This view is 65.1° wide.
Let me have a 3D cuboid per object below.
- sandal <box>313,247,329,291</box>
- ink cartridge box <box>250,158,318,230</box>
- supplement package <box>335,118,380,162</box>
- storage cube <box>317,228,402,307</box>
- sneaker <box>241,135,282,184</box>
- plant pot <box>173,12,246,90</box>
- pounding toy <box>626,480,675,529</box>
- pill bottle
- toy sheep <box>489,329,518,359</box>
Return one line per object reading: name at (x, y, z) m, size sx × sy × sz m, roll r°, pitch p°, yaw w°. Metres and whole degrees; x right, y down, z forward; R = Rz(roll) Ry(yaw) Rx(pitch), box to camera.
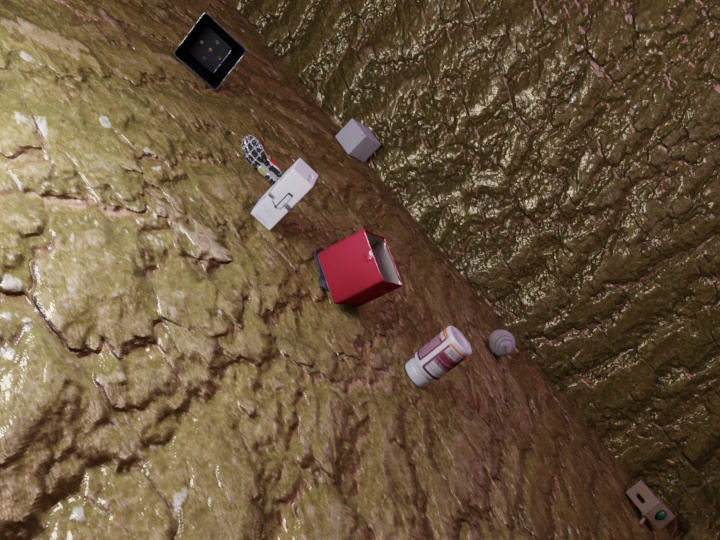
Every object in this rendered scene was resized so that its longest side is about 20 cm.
sandal at (-0.104, -0.008, 1.831) m, size 0.076 × 0.043 × 0.201 m, roll 35°, pitch 23°, yaw -35°
ink cartridge box at (-0.234, -0.240, 1.752) m, size 0.084 × 0.200 × 0.146 m, roll 42°, pitch 20°, yaw -15°
supplement package at (-0.013, -0.760, 3.301) m, size 0.151 × 0.152 × 0.200 m, roll 55°, pitch 20°, yaw 20°
storage cube at (0.000, 0.000, 1.772) m, size 0.171 × 0.179 × 0.202 m, roll 15°, pitch 53°, yaw -64°
sneaker at (-0.348, -0.391, 2.008) m, size 0.201 × 0.077 × 0.085 m, roll 54°, pitch 12°, yaw -17°
plant pot at (-0.588, -0.858, 2.208) m, size 0.199 × 0.200 × 0.178 m, roll 38°, pitch 8°, yaw -26°
pounding toy at (1.426, 1.182, 2.794) m, size 0.184 × 0.142 × 0.200 m, roll 42°, pitch 9°, yaw -19°
pill bottle at (0.247, 0.280, 1.807) m, size 0.114 × 0.200 × 0.114 m, roll 41°, pitch 21°, yaw -19°
toy sheep at (0.694, 0.357, 2.743) m, size 0.138 × 0.138 × 0.200 m, roll 43°, pitch 2°, yaw -15°
